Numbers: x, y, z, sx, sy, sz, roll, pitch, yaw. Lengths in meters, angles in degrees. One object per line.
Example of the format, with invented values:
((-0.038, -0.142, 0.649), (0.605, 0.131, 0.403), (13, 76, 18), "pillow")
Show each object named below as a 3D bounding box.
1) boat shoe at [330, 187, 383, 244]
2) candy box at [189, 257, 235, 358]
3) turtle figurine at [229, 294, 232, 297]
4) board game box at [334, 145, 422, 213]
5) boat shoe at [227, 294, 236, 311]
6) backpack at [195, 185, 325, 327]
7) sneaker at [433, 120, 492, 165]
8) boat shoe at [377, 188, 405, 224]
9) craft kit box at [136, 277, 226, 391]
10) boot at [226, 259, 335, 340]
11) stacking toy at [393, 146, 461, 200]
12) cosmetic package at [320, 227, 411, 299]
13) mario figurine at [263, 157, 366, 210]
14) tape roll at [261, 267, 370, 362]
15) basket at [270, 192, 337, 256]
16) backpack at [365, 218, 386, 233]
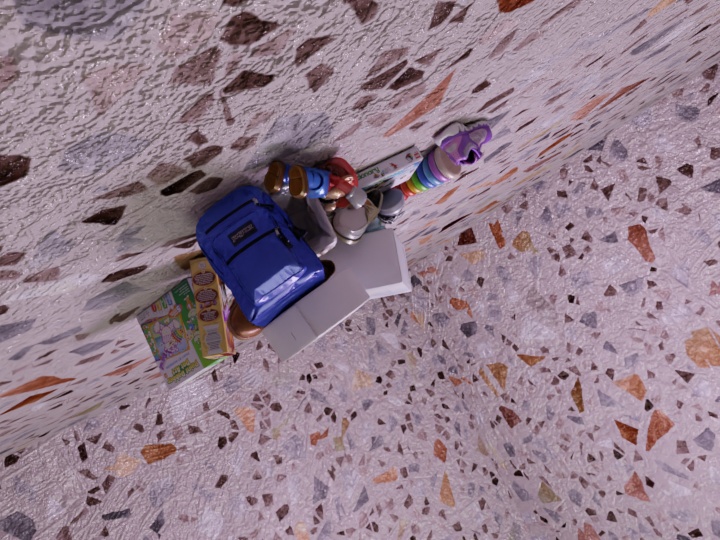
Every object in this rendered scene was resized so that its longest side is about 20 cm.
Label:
((-0.005, -0.120, 1.137), (0.069, 0.074, 0.200), (-54, -177, 29), "boat shoe")
((-0.310, 0.081, 1.172), (0.056, 0.202, 0.117), (-11, 171, -7), "candy box")
((-0.235, 0.014, 1.531), (0.194, 0.199, 0.145), (-51, 158, -36), "turtle figurine")
((0.033, -0.197, 1.227), (0.199, 0.035, 0.126), (-27, 174, -14), "board game box")
((-0.254, 0.063, 1.244), (0.071, 0.062, 0.200), (-58, -172, -30), "boat shoe")
((-0.167, -0.038, 0.912), (0.162, 0.201, 0.168), (-34, 169, -11), "backpack")
((0.245, -0.280, 1.254), (0.080, 0.089, 0.199), (-36, 171, 40), "sneaker")
((0.064, -0.143, 1.290), (0.073, 0.068, 0.199), (-34, -161, -8), "boat shoe")
((-0.410, 0.148, 1.288), (0.199, 0.199, 0.048), (-33, 173, 26), "craft kit box")
((-0.145, 0.045, 1.028), (0.154, 0.074, 0.200), (-29, -171, 41), "boot")
((0.146, -0.224, 1.353), (0.085, 0.086, 0.199), (-21, 176, -46), "stacking toy")
((0.000, 0.000, 1.242), (0.197, 0.124, 0.200), (-12, 170, 10), "cosmetic package")
((-0.071, -0.133, 0.953), (0.106, 0.124, 0.199), (-46, 161, 27), "mario figurine")
((-0.080, 0.081, 1.014), (0.202, 0.071, 0.202), (-35, 178, -1), "tape roll")
((-0.156, -0.062, 1.066), (0.199, 0.136, 0.123), (-28, 177, -2), "basket")
((-0.010, -0.089, 1.440), (0.166, 0.127, 0.200), (-28, 180, -18), "backpack")
